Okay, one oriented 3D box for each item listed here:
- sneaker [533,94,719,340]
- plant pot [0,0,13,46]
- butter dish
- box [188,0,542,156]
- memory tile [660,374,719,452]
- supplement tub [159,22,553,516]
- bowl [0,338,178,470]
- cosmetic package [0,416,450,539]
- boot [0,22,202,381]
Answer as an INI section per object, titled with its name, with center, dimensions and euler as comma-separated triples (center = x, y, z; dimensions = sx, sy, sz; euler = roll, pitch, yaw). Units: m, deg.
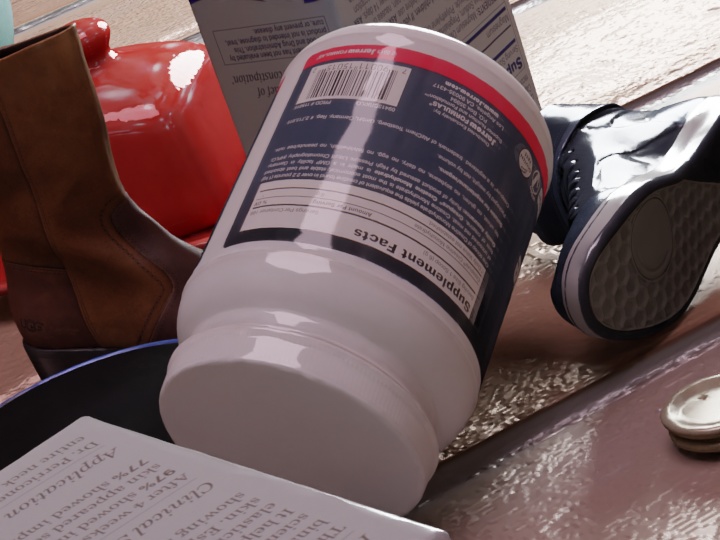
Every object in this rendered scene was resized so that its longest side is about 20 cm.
[sneaker]
center = 0.107, -0.027, 1.054
dimensions = 0.145, 0.077, 0.202
euler = 1, 27, 33
[plant pot]
center = -0.367, -0.167, 1.684
dimensions = 0.199, 0.135, 0.201
euler = -16, 22, 6
[butter dish]
center = -0.159, -0.091, 1.326
dimensions = 0.198, 0.149, 0.200
euler = -12, 22, 16
[box]
center = 0.005, -0.137, 1.230
dimensions = 0.104, 0.201, 0.184
euler = -4, 27, 35
[memory tile]
center = 0.231, 0.059, 0.845
dimensions = 0.153, 0.017, 0.200
euler = -26, 23, -17
[supplement tub]
center = 0.000, 0.000, 0.941
dimensions = 0.139, 0.141, 0.201
euler = -4, 48, 33
[bowl]
center = -0.123, 0.095, 1.015
dimensions = 0.199, 0.040, 0.201
euler = -16, 23, 7
[cosmetic package]
center = -0.068, 0.169, 0.631
dimensions = 0.167, 0.167, 0.199
euler = -33, 25, -30
[boot]
center = -0.124, -0.043, 1.117
dimensions = 0.187, 0.201, 0.069
euler = -10, 23, 21
